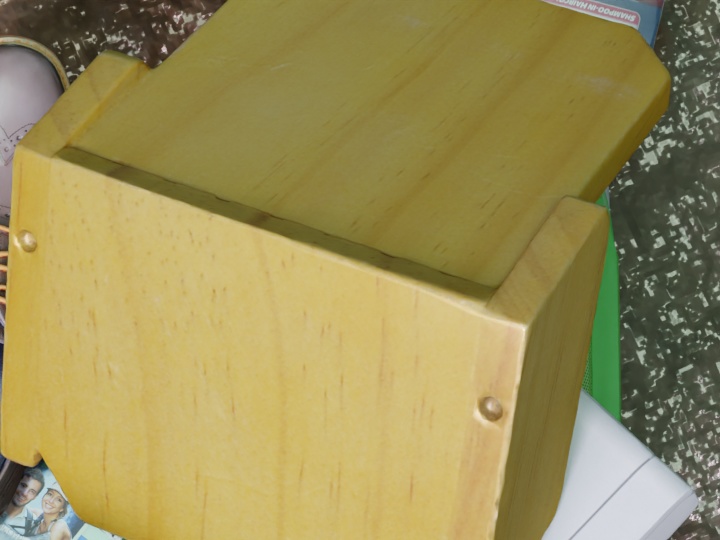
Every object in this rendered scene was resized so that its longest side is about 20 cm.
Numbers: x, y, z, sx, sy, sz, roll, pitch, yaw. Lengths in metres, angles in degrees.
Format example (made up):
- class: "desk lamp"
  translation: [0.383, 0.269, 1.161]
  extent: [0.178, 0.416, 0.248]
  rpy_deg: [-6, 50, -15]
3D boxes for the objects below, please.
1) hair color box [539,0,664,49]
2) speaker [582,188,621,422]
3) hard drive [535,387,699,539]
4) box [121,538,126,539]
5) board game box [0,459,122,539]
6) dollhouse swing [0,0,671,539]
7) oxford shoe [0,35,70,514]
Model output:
- class: "hair color box"
  translation: [0.102, -0.166, 0.962]
  extent: [0.060, 0.100, 0.200]
  rpy_deg: [14, 82, -2]
- class: "speaker"
  translation: [0.058, 0.037, 0.930]
  extent: [0.088, 0.088, 0.200]
  rpy_deg: [2, 73, -5]
- class: "hard drive"
  translation: [0.008, 0.066, 0.874]
  extent: [0.132, 0.027, 0.200]
  rpy_deg: [-46, 64, -3]
- class: "box"
  translation: [-0.022, 0.179, 0.905]
  extent: [0.200, 0.048, 0.117]
  rpy_deg: [32, 82, 3]
- class: "board game box"
  translation: [-0.066, 0.115, 0.952]
  extent: [0.200, 0.029, 0.135]
  rpy_deg: [36, 83, 0]
- class: "dollhouse swing"
  translation: [0.000, 0.000, 0.867]
  extent: [0.200, 0.176, 0.182]
  rpy_deg: [18, 118, 21]
- class: "oxford shoe"
  translation: [-0.140, 0.005, 0.902]
  extent: [0.071, 0.073, 0.200]
  rpy_deg: [7, 84, -15]
